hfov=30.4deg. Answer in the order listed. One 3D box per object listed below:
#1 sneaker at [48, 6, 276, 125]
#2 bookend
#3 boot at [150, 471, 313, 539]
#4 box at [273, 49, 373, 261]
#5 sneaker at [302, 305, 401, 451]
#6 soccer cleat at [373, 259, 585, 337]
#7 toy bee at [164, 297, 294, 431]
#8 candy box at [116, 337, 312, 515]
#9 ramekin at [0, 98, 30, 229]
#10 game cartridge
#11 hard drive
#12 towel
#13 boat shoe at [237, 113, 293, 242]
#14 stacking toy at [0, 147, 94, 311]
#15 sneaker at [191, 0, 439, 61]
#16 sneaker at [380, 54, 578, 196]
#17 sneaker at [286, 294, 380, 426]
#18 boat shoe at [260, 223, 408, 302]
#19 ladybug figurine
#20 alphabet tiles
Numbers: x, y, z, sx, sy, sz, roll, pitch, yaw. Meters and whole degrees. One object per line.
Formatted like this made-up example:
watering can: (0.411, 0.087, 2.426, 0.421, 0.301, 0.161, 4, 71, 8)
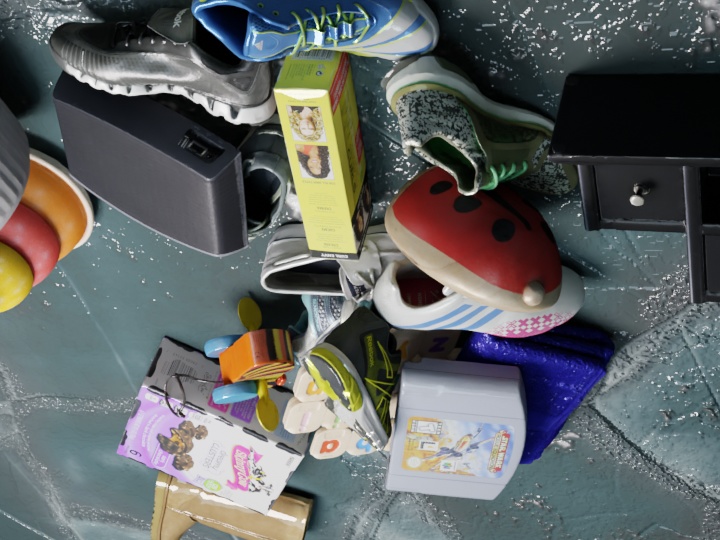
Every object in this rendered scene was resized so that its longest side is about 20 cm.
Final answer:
sneaker: (-0.161, -0.187, 1.104, 0.197, 0.067, 0.091, 15, 139, -1)
bookend: (0.264, -0.051, 1.066, 0.197, 0.093, 0.200, 4, 139, 19)
boot: (-0.168, 0.327, 1.707, 0.197, 0.067, 0.176, 15, 141, 2)
box: (-0.029, -0.103, 1.141, 0.049, 0.076, 0.202, 4, 138, 14)
sneaker: (0.011, 0.104, 1.249, 0.074, 0.085, 0.201, 37, 166, 23)
soccer cleat: (0.110, 0.018, 1.187, 0.196, 0.071, 0.087, -4, 154, -6)
toy bee: (-0.114, 0.094, 1.385, 0.107, 0.133, 0.199, -3, -174, -35)
candy box: (-0.166, 0.184, 1.532, 0.198, 0.072, 0.168, 24, 141, -5)
ramekin: (-0.394, -0.093, 1.208, 0.198, 0.203, 0.105, -8, 144, 29)
game cartridge: (0.096, 0.162, 1.314, 0.131, 0.042, 0.202, 8, 139, 3)
hard drive: (-0.191, -0.094, 1.194, 0.198, 0.042, 0.136, 28, 144, 21)
towel: (0.154, 0.126, 1.324, 0.145, 0.050, 0.201, 7, 140, -14)
boat shoe: (-0.108, -0.065, 1.224, 0.072, 0.062, 0.200, 27, 141, -13)
stacking toy: (-0.356, -0.010, 1.278, 0.144, 0.202, 0.147, 11, 141, 9)
sneaker: (-0.041, -0.186, 1.020, 0.197, 0.106, 0.076, 19, 142, 1)
sneaker: (0.097, -0.091, 1.077, 0.198, 0.090, 0.077, 24, 147, -29)
sneaker: (-0.033, 0.081, 1.372, 0.085, 0.078, 0.202, 25, 135, 11)
boat shoe: (0.000, 0.000, 1.254, 0.197, 0.066, 0.074, -2, 136, 23)
ladybug figurine: (0.099, -0.032, 1.109, 0.134, 0.200, 0.073, 1, 116, -34)
alphabet tiles: (0.022, 0.120, 1.341, 0.197, 0.015, 0.197, -4, 136, -23)
